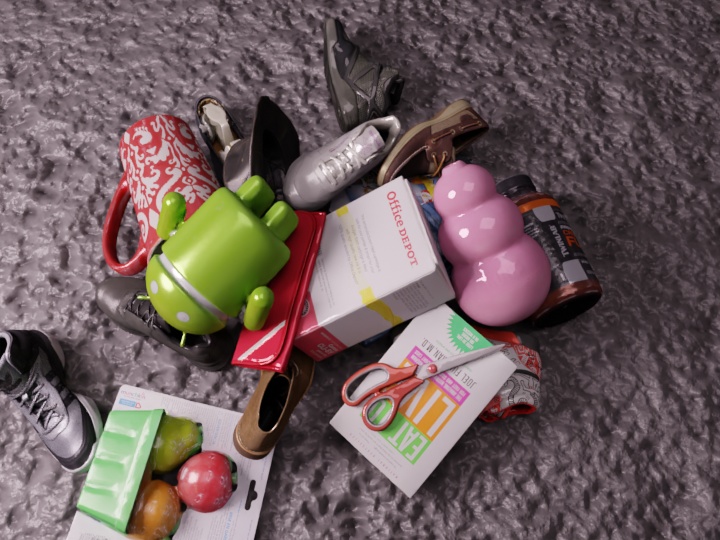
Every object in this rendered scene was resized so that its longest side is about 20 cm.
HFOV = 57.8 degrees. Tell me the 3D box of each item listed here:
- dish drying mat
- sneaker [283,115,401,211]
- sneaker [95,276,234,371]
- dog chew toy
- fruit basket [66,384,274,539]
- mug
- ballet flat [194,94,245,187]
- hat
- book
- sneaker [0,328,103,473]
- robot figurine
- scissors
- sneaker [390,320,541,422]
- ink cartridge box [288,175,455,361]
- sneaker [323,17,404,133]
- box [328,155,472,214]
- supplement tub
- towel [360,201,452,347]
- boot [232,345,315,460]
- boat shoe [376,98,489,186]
[{"bbox_3d":[-0.096,0.019,0.781,0.076,0.018,0.203,1,66,30],"label":"dish drying mat"},{"bbox_3d":[-0.024,-0.155,0.888,0.199,0.099,0.075,-40,94,-28],"label":"sneaker"},{"bbox_3d":[-0.253,0.055,0.827,0.197,0.091,0.077,23,73,9],"label":"sneaker"},{"bbox_3d":[0.152,-0.036,0.796,0.123,0.124,0.203,-29,101,-17],"label":"dog chew toy"},{"bbox_3d":[-0.209,0.244,0.753,0.197,0.094,0.188,17,62,-13],"label":"fruit basket"},{"bbox_3d":[-0.268,-0.098,0.880,0.175,0.134,0.202,-15,61,-24],"label":"mug"},{"bbox_3d":[-0.193,-0.182,0.963,0.072,0.073,0.202,-25,68,-16],"label":"ballet flat"},{"bbox_3d":[-0.140,-0.129,0.891,0.079,0.201,0.204,-6,62,16],"label":"hat"},{"bbox_3d":[0.076,0.151,0.793,0.133,0.048,0.201,39,87,12],"label":"book"},{"bbox_3d":[-0.379,0.146,0.753,0.075,0.114,0.201,-38,68,1],"label":"sneaker"},{"bbox_3d":[-0.161,-0.012,0.750,0.175,0.116,0.200,44,87,6],"label":"robot figurine"},{"bbox_3d":[0.071,0.114,0.771,0.198,0.014,0.074,-33,76,0],"label":"scissors"},{"bbox_3d":[0.135,0.129,0.832,0.197,0.068,0.110,7,60,-3],"label":"sneaker"},{"bbox_3d":[0.000,0.000,0.805,0.198,0.083,0.147,-26,55,13],"label":"ink cartridge box"},{"bbox_3d":[0.002,-0.317,1.043,0.112,0.076,0.202,-12,68,-12],"label":"sneaker"},{"bbox_3d":[0.061,-0.117,0.966,0.196,0.038,0.139,11,63,2],"label":"box"},{"bbox_3d":[0.243,-0.032,0.899,0.105,0.107,0.203,-15,66,-11],"label":"supplement tub"},{"bbox_3d":[0.050,0.001,0.876,0.199,0.049,0.112,-40,70,-6],"label":"towel"},{"bbox_3d":[-0.090,0.127,0.794,0.073,0.076,0.202,26,46,-7],"label":"boot"},{"bbox_3d":[0.109,-0.171,0.937,0.199,0.073,0.072,-38,70,-27],"label":"boat shoe"}]
